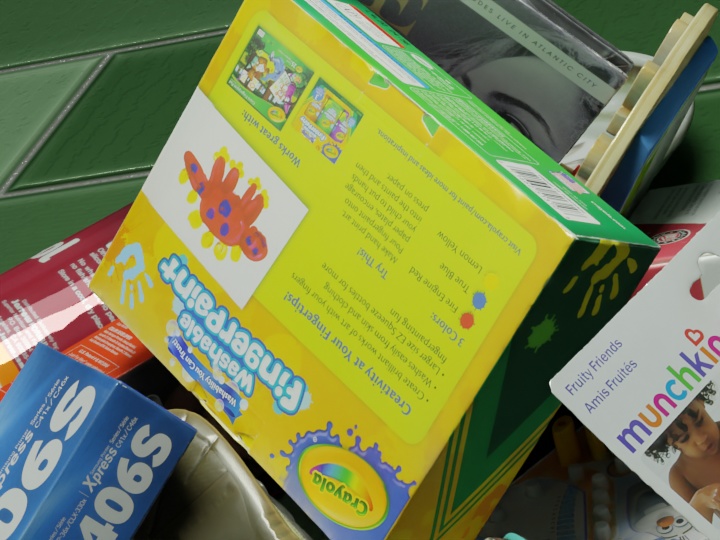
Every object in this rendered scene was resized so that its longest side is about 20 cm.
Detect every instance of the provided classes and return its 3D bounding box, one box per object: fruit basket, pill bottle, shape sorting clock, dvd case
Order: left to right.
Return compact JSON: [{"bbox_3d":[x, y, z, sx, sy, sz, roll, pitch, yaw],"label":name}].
[{"bbox_3d":[-0.120,0.028,1.096,0.200,0.113,0.113,-30,29,-21],"label":"pill bottle"},{"bbox_3d":[0.021,-0.080,0.974,0.016,0.149,0.200,-54,0,-38],"label":"dvd case"},{"bbox_3d":[0.106,-0.035,0.961,0.039,0.200,0.200,28,42,8],"label":"shape sorting clock"},{"bbox_3d":[0.195,0.055,0.767,0.185,0.200,0.094,-40,-7,-35],"label":"fruit basket"}]

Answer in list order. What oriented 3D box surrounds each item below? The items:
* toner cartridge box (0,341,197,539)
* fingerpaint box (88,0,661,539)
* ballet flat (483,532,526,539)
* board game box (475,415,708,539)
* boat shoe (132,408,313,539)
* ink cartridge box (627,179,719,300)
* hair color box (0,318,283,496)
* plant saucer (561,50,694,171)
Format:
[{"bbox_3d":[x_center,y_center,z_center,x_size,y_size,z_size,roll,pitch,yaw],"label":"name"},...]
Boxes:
[{"bbox_3d":[-0.150,0.129,0.829,0.200,0.043,0.095,-59,27,-9],"label":"toner cartridge box"},{"bbox_3d":[0.000,0.000,0.883,0.200,0.167,0.073,42,21,32],"label":"fingerpaint box"},{"bbox_3d":[0.094,0.154,0.736,0.200,0.068,0.075,22,63,46],"label":"ballet flat"},{"bbox_3d":[0.099,0.132,0.861,0.200,0.026,0.200,-35,31,-28],"label":"board game box"},{"bbox_3d":[-0.030,0.141,0.838,0.072,0.066,0.201,-40,61,4],"label":"boat shoe"},{"bbox_3d":[0.217,0.005,0.919,0.199,0.083,0.146,-8,12,20],"label":"ink cartridge box"},{"bbox_3d":[-0.073,0.062,1.016,0.200,0.102,0.061,-33,26,-22],"label":"hair color box"},{"bbox_3d":[0.094,-0.057,1.182,0.200,0.050,0.200,-16,27,8],"label":"plant saucer"}]
